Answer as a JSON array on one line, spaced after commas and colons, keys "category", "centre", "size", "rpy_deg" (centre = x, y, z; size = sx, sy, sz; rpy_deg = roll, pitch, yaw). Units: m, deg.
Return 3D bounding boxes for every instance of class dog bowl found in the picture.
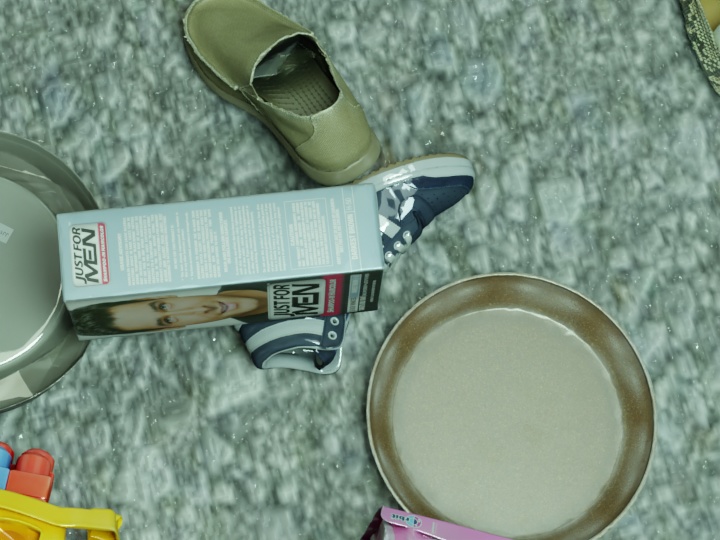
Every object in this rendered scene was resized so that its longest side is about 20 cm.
[{"category": "dog bowl", "centre": [-0.264, 0.007, 1.364], "size": [0.199, 0.059, 0.201], "rpy_deg": [2, 72, -6]}]

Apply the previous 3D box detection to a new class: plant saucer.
[{"category": "plant saucer", "centre": [0.102, 0.101, 1.386], "size": [0.199, 0.032, 0.201], "rpy_deg": [2, 71, -5]}]

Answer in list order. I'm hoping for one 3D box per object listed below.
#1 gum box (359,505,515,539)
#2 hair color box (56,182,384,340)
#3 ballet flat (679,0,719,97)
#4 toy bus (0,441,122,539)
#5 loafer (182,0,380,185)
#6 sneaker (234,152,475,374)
[{"category": "gum box", "centre": [0.049, 0.205, 1.257], "size": [0.113, 0.200, 0.066], "rpy_deg": [15, 71, -2]}, {"category": "hair color box", "centre": [-0.088, -0.004, 1.298], "size": [0.199, 0.099, 0.061], "rpy_deg": [-5, 73, -3]}, {"category": "ballet flat", "centre": [0.265, -0.201, 1.477], "size": [0.068, 0.075, 0.201], "rpy_deg": [-17, 75, -12]}, {"category": "toy bus", "centre": [-0.208, 0.198, 1.283], "size": [0.199, 0.136, 0.193], "rpy_deg": [15, 55, -3]}, {"category": "loafer", "centre": [-0.056, -0.141, 1.403], "size": [0.076, 0.068, 0.200], "rpy_deg": [-35, 56, -18]}, {"category": "sneaker", "centre": [0.000, 0.000, 1.387], "size": [0.199, 0.070, 0.109], "rpy_deg": [-22, 72, -7]}]
